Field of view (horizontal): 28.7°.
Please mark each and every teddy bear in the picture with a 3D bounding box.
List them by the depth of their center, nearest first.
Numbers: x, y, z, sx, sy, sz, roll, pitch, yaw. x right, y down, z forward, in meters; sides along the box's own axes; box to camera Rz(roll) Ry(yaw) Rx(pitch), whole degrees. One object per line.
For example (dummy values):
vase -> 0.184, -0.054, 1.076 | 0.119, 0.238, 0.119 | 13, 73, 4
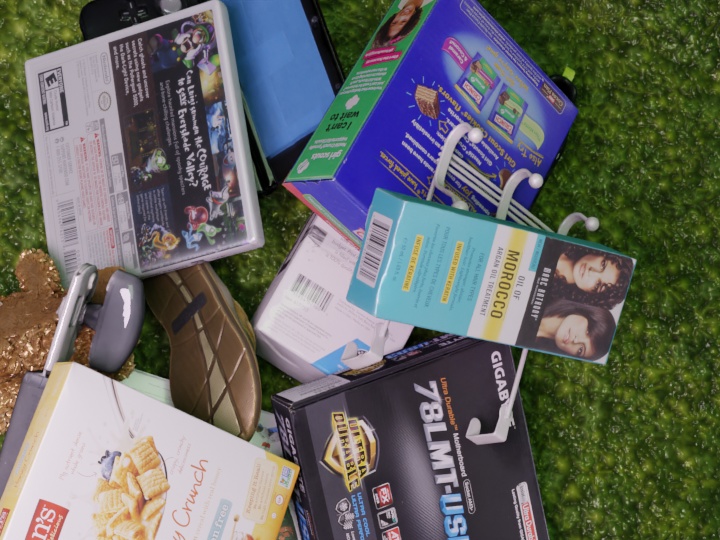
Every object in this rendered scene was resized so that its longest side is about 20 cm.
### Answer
teddy bear -> -0.261, 0.055, 1.069 | 0.197, 0.067, 0.146 | -21, 52, -8

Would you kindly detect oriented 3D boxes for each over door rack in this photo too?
over door rack -> 0.094, 0.013, 1.048 | 0.147, 0.066, 0.202 | 33, 74, -29

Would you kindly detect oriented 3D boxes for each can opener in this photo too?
can opener -> -0.206, 0.094, 0.995 | 0.066, 0.053, 0.203 | 16, 89, 4

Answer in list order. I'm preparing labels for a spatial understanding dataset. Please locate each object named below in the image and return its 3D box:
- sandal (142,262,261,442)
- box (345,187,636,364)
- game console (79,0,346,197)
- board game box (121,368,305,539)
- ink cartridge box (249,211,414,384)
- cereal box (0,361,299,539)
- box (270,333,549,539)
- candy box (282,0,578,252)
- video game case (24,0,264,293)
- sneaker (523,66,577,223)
sandal -> -0.117, 0.054, 1.107 | 0.054, 0.080, 0.202 | 24, 33, -49
box -> 0.094, 0.006, 0.988 | 0.198, 0.049, 0.084 | 12, 98, -27
game console -> -0.120, -0.165, 1.153 | 0.170, 0.119, 0.203 | -17, 80, -20
board game box -> -0.130, 0.161, 1.106 | 0.197, 0.035, 0.128 | 19, 72, -10
ink cartridge box -> 0.000, 0.000, 1.168 | 0.115, 0.068, 0.202 | 33, 69, -9
cereal box -> -0.149, 0.168, 0.982 | 0.199, 0.039, 0.146 | 28, 71, -30
box -> 0.044, 0.164, 1.109 | 0.196, 0.050, 0.203 | -16, 103, -21
candy box -> 0.060, -0.097, 1.111 | 0.169, 0.077, 0.202 | 41, 66, -27
video game case -> -0.175, -0.095, 1.121 | 0.179, 0.023, 0.203 | -14, 77, 17
sneaker -> 0.132, -0.095, 1.224 | 0.071, 0.083, 0.202 | 28, 70, -6
